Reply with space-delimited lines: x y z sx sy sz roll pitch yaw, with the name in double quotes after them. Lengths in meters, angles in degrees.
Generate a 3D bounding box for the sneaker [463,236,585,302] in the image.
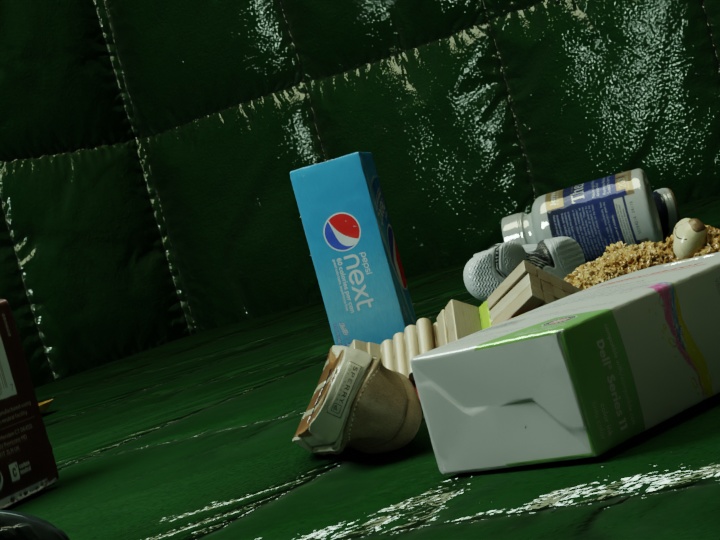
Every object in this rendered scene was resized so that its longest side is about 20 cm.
0.165 0.008 1.896 0.199 0.076 0.115 -10 -4 -45 "sneaker"

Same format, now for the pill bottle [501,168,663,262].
0.294 -0.058 2.160 0.199 0.112 0.111 -16 1 15 "pill bottle"

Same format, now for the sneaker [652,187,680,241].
0.369 -0.062 2.273 0.108 0.071 0.200 -11 -6 -11 "sneaker"

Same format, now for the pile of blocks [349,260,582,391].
0.071 0.070 1.171 0.199 0.082 0.062 -25 41 20 "pile of blocks"

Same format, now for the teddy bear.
0.230 0.005 1.394 0.199 0.067 0.145 -16 4 30 "teddy bear"

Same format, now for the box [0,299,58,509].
-0.389 0.135 1.339 0.199 0.165 0.166 -16 2 25 "box"

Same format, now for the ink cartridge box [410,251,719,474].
0.139 0.044 0.873 0.199 0.068 0.117 -19 2 -41 "ink cartridge box"

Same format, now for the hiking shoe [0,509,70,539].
-0.217 0.148 0.741 0.199 0.075 0.087 -16 2 9 "hiking shoe"

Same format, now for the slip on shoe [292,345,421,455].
0.000 0.088 1.053 0.060 0.076 0.200 23 -11 -3 "slip on shoe"

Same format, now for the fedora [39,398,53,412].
-0.566 0.199 2.442 0.199 0.082 0.201 -17 1 0 "fedora"

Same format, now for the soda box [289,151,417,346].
0.000 0.000 1.437 0.067 0.201 0.064 -15 1 12 "soda box"
